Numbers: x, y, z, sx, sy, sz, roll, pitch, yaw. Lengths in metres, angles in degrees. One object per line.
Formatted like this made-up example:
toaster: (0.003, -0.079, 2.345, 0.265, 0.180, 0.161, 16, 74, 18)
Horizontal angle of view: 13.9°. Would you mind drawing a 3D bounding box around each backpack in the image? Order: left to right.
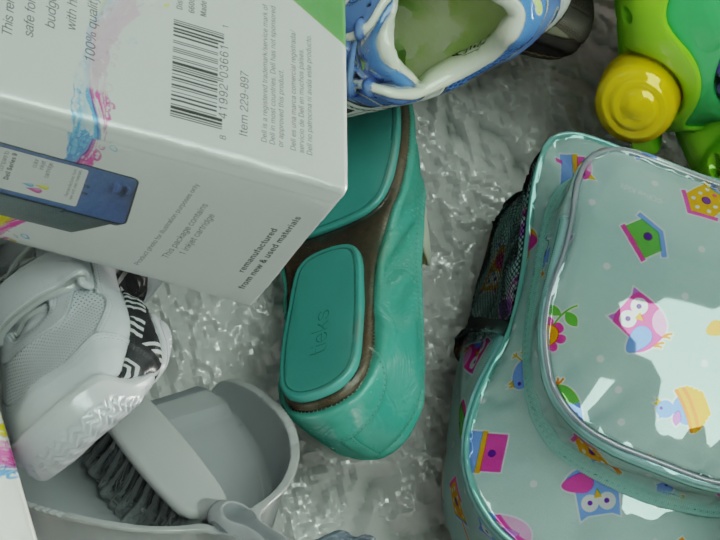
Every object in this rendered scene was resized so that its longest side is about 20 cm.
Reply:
backpack: (0.126, 0.056, 1.258, 0.175, 0.153, 0.201, 19, 77, -4)

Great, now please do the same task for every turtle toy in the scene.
turtle toy: (0.161, -0.109, 1.338, 0.146, 0.100, 0.201, -62, 145, -68)

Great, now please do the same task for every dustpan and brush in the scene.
dustpan and brush: (-0.064, 0.092, 1.141, 0.139, 0.058, 0.200, -15, 39, -31)

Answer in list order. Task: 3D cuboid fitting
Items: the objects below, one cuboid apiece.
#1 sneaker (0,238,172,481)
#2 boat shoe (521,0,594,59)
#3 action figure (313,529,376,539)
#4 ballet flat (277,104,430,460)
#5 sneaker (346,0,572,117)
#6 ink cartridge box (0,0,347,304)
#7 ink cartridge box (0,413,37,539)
sneaker: (-0.135, -0.002, 1.146, 0.115, 0.075, 0.200, 44, 17, -18)
boat shoe: (0.008, -0.140, 1.326, 0.199, 0.073, 0.075, 23, 46, -8)
action figure: (-0.015, 0.215, 1.168, 0.133, 0.149, 0.201, -19, 101, -34)
ballet flat: (0.000, 0.000, 1.270, 0.070, 0.067, 0.201, 54, 30, -42)
sneaker: (-0.009, -0.102, 1.248, 0.077, 0.199, 0.076, -67, 138, -69)
ink cartridge box: (-0.111, -0.089, 1.101, 0.199, 0.088, 0.146, 15, 53, -23)
ink cartridge box: (-0.202, 0.098, 1.093, 0.125, 0.128, 0.201, -11, 77, -29)
